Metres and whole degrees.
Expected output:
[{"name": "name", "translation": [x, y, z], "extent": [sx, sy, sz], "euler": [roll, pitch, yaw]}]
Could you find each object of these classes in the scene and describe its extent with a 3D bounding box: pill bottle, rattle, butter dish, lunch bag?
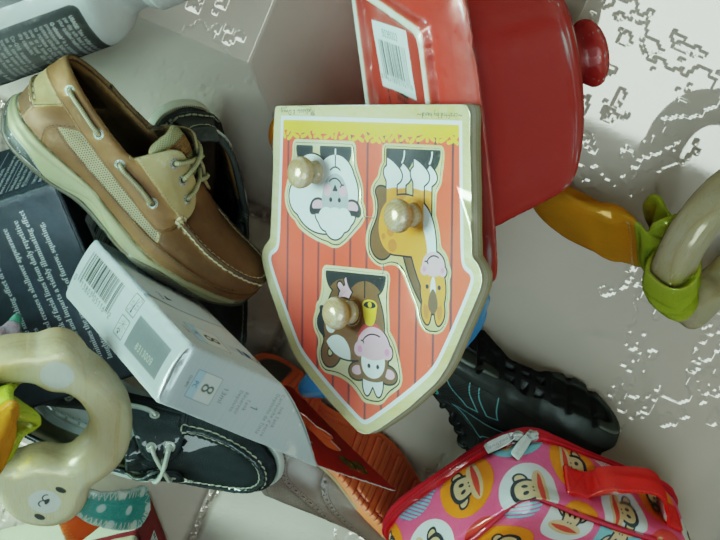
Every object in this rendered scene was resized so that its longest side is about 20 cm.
[{"name": "pill bottle", "translation": [-0.211, -0.186, 1.405], "extent": [0.198, 0.117, 0.117], "euler": [-18, 112, 11]}, {"name": "rattle", "translation": [0.238, -0.071, 1.474], "extent": [0.130, 0.143, 0.201], "euler": [29, 99, -43]}, {"name": "butter dish", "translation": [0.088, -0.124, 1.396], "extent": [0.147, 0.200, 0.201], "euler": [-15, 114, -14]}, {"name": "lunch bag", "translation": [0.132, 0.184, 1.517], "extent": [0.199, 0.082, 0.176], "euler": [25, 129, -39]}, {"name": "rattle", "translation": [-0.192, 0.144, 1.370], "extent": [0.129, 0.143, 0.201], "euler": [-18, 129, -10]}]

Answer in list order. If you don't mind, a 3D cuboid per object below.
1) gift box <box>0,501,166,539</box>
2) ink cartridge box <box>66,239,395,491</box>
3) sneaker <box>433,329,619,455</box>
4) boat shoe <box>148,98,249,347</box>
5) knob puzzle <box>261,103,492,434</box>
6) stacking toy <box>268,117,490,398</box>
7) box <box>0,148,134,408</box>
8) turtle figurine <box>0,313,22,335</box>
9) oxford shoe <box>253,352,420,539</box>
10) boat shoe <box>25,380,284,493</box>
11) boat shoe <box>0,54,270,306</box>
[{"name": "gift box", "translation": [-0.227, 0.284, 1.572], "extent": [0.185, 0.200, 0.186], "euler": [-14, 107, 11]}, {"name": "ink cartridge box", "translation": [-0.075, 0.062, 1.413], "extent": [0.199, 0.160, 0.048], "euler": [24, 99, -36]}, {"name": "sneaker", "translation": [0.082, 0.090, 1.530], "extent": [0.199, 0.076, 0.080], "euler": [32, 114, -10]}, {"name": "boat shoe", "translation": [-0.107, -0.012, 1.492], "extent": [0.071, 0.068, 0.202], "euler": [-16, 117, -25]}, {"name": "knob puzzle", "translation": [0.000, 0.000, 1.342], "extent": [0.030, 0.219, 0.221], "euler": [-4, 124, -43]}, {"name": "stacking toy", "translation": [-0.011, -0.022, 1.454], "extent": [0.116, 0.109, 0.201], "euler": [-46, 61, 37]}, {"name": "box", "translation": [-0.259, 0.014, 1.501], "extent": [0.198, 0.107, 0.149], "euler": [-17, 112, 10]}, {"name": "turtle figurine", "translation": [-0.324, 0.058, 1.414], "extent": [0.198, 0.101, 0.150], "euler": [14, 129, -15]}, {"name": "oxford shoe", "translation": [-0.024, 0.145, 1.573], "extent": [0.200, 0.071, 0.073], "euler": [45, 127, -8]}, {"name": "boat shoe", "translation": [-0.152, 0.119, 1.538], "extent": [0.198, 0.060, 0.076], "euler": [15, 127, 17]}, {"name": "boat shoe", "translation": [-0.135, -0.058, 1.401], "extent": [0.200, 0.076, 0.074], "euler": [38, 115, -13]}]
